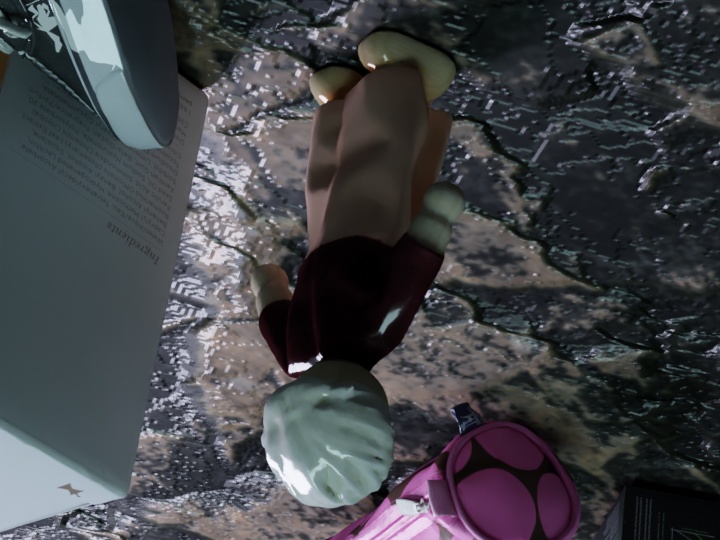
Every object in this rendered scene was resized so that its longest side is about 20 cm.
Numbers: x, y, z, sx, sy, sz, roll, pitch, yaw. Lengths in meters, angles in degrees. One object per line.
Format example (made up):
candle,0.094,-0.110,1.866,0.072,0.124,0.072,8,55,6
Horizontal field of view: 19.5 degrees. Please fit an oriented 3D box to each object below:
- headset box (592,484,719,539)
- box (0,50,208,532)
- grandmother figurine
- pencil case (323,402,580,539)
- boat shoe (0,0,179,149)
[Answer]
headset box,0.225,0.217,1.218,0.199,0.093,0.174,11,148,-4
box,-0.166,0.002,0.878,0.152,0.201,0.106,-20,138,37
grandmother figurine,0.000,0.000,0.833,0.060,0.201,0.121,23,146,-21
pencil case,0.035,0.153,1.173,0.093,0.091,0.200,-14,160,-34
boat shoe,-0.128,-0.119,0.797,0.068,0.074,0.200,-7,144,16
